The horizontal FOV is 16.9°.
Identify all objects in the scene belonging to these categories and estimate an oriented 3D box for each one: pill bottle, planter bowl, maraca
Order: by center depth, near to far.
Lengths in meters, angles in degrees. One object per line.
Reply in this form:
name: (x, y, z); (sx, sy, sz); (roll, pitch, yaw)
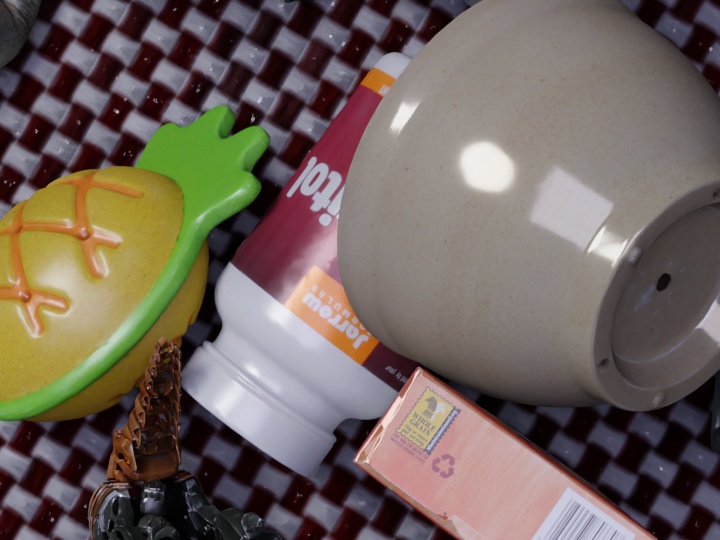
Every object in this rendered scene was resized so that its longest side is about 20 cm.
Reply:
planter bowl: (0.108, -0.016, 1.122); (0.135, 0.200, 0.200); (37, 89, 40)
pill bottle: (0.000, 0.000, 1.220); (0.113, 0.113, 0.200); (36, 90, 4)
maraca: (-0.125, -0.005, 1.225); (0.200, 0.137, 0.107); (-47, 125, -6)

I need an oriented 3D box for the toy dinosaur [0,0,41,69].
toy dinosaur: (-0.226, -0.130, 1.266); (0.199, 0.077, 0.103); (-22, 89, -30)

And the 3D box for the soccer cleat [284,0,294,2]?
soccer cleat: (0.025, -0.190, 1.212); (0.200, 0.067, 0.081); (-16, 86, 45)

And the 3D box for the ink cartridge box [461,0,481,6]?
ink cartridge box: (0.130, -0.212, 1.223); (0.068, 0.115, 0.200); (33, 89, 4)

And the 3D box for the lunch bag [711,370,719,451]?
lunch bag: (0.264, -0.007, 1.201); (0.163, 0.118, 0.201); (5, 81, 5)

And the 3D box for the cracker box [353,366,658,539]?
cracker box: (0.069, 0.107, 1.168); (0.134, 0.200, 0.058); (35, 88, 4)

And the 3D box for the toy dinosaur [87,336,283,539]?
toy dinosaur: (-0.103, 0.137, 1.201); (0.102, 0.136, 0.201); (-28, 120, -16)
